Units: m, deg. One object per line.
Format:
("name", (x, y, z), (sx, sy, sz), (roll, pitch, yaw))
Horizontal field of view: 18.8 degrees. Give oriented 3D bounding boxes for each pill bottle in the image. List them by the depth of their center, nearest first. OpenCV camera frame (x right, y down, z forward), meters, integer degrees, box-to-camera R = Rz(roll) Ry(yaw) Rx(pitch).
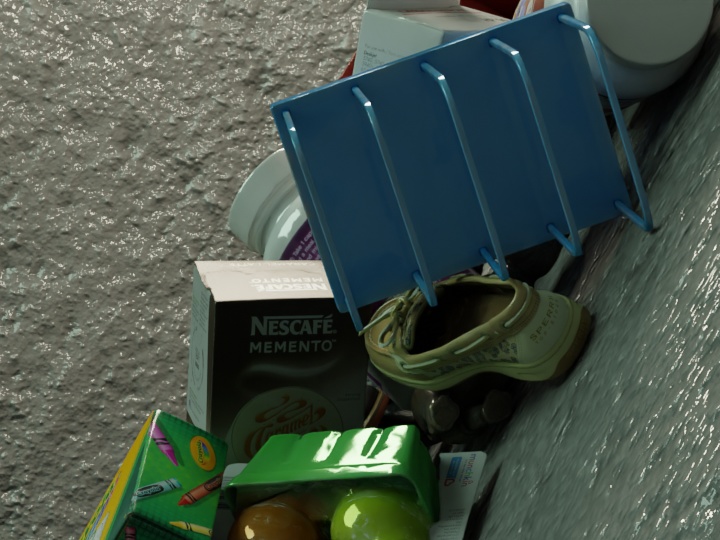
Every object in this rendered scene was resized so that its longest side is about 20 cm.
("pill bottle", (0.171, -0.168, 1.465), (0.113, 0.112, 0.200), (-62, 5, -5))
("pill bottle", (0.000, 0.000, 1.587), (0.112, 0.200, 0.113), (-41, -22, -20))

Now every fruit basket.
("fruit basket", (-0.023, 0.192, 1.341), (0.201, 0.184, 0.094), (-76, -29, -41))

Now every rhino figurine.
("rhino figurine", (0.094, 0.032, 1.477), (0.201, 0.060, 0.087), (-62, 7, -17))

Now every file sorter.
("file sorter", (0.063, -0.060, 1.318), (0.198, 0.140, 0.123), (-19, 12, -2))

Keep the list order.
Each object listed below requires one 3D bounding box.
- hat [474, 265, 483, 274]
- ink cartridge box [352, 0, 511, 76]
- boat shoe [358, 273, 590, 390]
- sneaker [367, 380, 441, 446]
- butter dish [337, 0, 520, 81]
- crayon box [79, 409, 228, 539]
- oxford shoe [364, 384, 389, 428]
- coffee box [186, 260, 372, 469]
("hat", (0.040, 0.024, 1.783), (0.081, 0.200, 0.202), (45, 112, 45))
("ink cartridge box", (0.049, -0.110, 1.437), (0.116, 0.067, 0.202), (-11, -64, -54))
("boat shoe", (0.061, 0.030, 1.379), (0.199, 0.063, 0.074), (-8, 54, 52))
("sneaker", (0.006, 0.053, 1.660), (0.200, 0.060, 0.105), (-141, 41, -58))
("butter dish", (0.088, -0.101, 1.620), (0.201, 0.198, 0.148), (-57, 22, 15))
("crayon box", (-0.156, 0.204, 1.395), (0.201, 0.058, 0.119), (-59, 12, 26))
("oxford shoe", (-0.062, 0.131, 1.616), (0.199, 0.073, 0.071), (-34, 20, 31))
("coffee box", (-0.060, 0.099, 1.505), (0.080, 0.113, 0.202), (-126, 36, -66))
